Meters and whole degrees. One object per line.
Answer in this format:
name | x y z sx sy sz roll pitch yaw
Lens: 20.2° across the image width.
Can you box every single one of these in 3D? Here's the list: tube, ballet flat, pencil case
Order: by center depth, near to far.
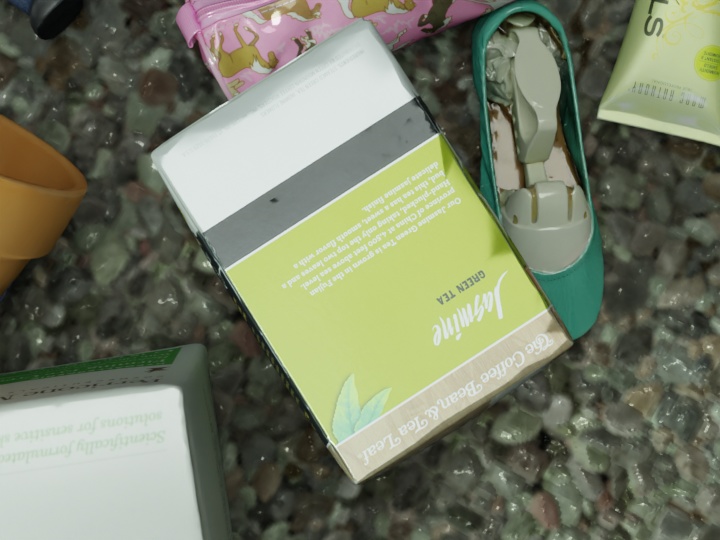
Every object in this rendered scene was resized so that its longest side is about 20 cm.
pencil case | -0.001 -0.158 1.131 0.199 0.083 0.087 -22 117 10
ballet flat | 0.098 -0.060 1.144 0.067 0.070 0.202 -9 84 -1
tube | 0.197 -0.177 1.169 0.058 0.052 0.202 12 89 42

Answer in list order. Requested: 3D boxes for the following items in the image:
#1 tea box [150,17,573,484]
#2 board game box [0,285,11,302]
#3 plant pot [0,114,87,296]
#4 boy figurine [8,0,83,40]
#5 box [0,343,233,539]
tea box | 0.000 0.000 1.074 0.133 0.200 0.198 -31 86 -3
board game box | -0.296 -0.029 1.162 0.199 0.034 0.136 31 85 3
plant pot | -0.261 -0.026 1.057 0.199 0.200 0.141 27 99 3
boy figurine | -0.224 -0.232 1.169 0.124 0.064 0.200 -43 87 5
box | -0.167 0.156 1.058 0.197 0.171 0.202 -8 96 0
